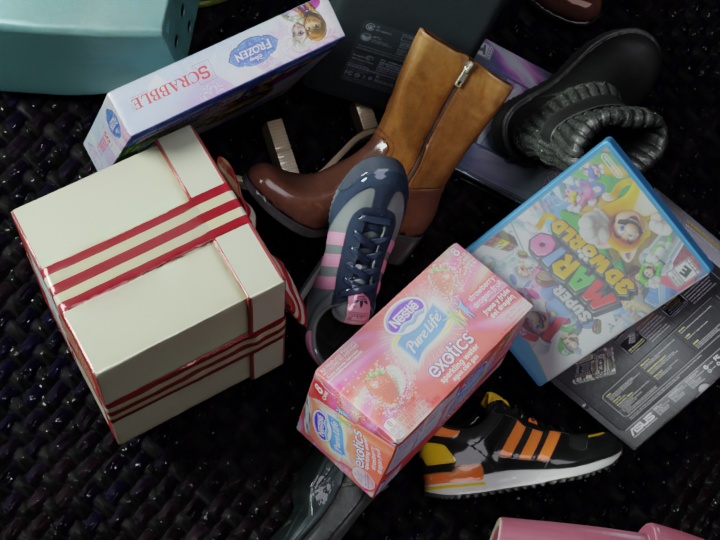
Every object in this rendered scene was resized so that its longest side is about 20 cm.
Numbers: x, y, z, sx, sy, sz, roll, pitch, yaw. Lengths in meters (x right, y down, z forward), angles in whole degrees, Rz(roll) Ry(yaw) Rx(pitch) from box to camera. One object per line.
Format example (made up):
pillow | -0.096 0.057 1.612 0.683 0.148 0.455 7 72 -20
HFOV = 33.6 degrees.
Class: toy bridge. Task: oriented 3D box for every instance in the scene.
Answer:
toy bridge | -0.074 -0.107 1.118 0.198 0.027 0.068 -17 84 -19

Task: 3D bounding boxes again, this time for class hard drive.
hard drive | 0.041 -0.220 1.062 0.138 0.201 0.033 15 54 -12

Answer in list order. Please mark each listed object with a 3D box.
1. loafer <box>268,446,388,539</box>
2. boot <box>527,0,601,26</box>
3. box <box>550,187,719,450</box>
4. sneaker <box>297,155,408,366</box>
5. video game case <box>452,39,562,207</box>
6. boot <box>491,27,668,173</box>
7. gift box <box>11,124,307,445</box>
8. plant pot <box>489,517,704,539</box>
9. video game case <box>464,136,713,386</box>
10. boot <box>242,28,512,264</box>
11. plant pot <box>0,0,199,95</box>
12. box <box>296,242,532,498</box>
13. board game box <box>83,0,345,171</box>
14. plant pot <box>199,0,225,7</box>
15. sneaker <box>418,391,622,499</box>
loafer | -0.042 0.243 1.030 0.072 0.073 0.201 33 73 -11
boot | 0.203 -0.349 1.155 0.068 0.200 0.190 -31 87 -19
box | 0.260 0.049 1.095 0.158 0.200 0.048 39 31 -2
sneaker | 0.000 0.000 1.025 0.069 0.202 0.082 5 38 -21
video game case | 0.163 -0.136 1.196 0.198 0.019 0.144 25 73 -8
boot | 0.241 -0.154 1.123 0.210 0.157 0.080 -36 114 -15
gift box | -0.162 0.011 0.994 0.185 0.200 0.186 -27 73 -15
plant pot | 0.187 0.301 1.026 0.177 0.200 0.202 17 73 5
video game case | 0.188 -0.003 1.056 0.144 0.200 0.018 50 33 -1
boot | 0.015 -0.116 1.048 0.187 0.069 0.201 22 113 -22
plant pot | -0.244 -0.233 1.009 0.197 0.142 0.143 8 75 6
box | 0.048 0.083 1.037 0.094 0.103 0.200 39 56 14
board game box | -0.131 -0.152 1.021 0.199 0.199 0.042 -28 94 -18
plant pot | -0.153 -0.370 1.067 0.198 0.193 0.203 3 77 -14
sneaker | 0.148 0.153 1.100 0.197 0.070 0.091 -8 83 -15
